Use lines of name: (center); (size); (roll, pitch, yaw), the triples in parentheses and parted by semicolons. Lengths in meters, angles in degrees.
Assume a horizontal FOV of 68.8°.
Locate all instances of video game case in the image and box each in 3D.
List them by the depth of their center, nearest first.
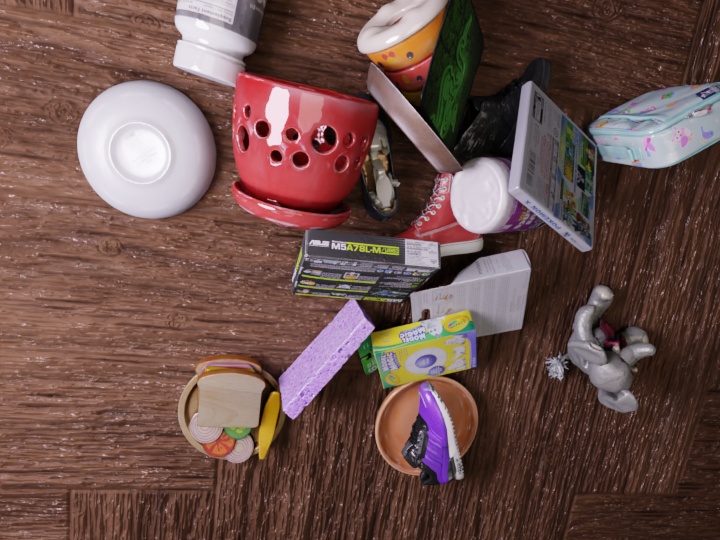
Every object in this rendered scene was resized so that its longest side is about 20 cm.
video game case: (0.296, -0.157, 0.795); (0.181, 0.022, 0.203); (30, 60, -28)

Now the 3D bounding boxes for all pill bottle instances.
pill bottle: (-0.186, -0.364, 0.713); (0.112, 0.114, 0.203); (13, 102, -13)
pill bottle: (0.245, -0.119, 0.830); (0.198, 0.112, 0.114); (-8, 108, -37)

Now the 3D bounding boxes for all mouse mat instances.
mouse mat: (0.138, -0.292, 0.763); (0.007, 0.161, 0.203); (14, 82, 28)

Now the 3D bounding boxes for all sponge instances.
sponge: (-0.060, 0.141, 0.871); (0.030, 0.112, 0.200); (41, 94, -19)

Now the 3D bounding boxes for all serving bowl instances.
serving bowl: (-0.314, -0.172, 0.766); (0.196, 0.066, 0.204); (-2, 104, -9)

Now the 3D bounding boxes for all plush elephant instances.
plush elephant: (0.445, 0.152, 0.942); (0.199, 0.155, 0.165); (-39, 108, 1)

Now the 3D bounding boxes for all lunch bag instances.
lunch bag: (0.461, -0.225, 0.822); (0.158, 0.200, 0.078); (-26, 106, -1)

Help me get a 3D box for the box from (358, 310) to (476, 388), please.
box: (0.097, 0.139, 0.898); (0.196, 0.049, 0.118); (-12, 137, 3)

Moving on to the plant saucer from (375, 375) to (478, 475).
plant saucer: (0.121, 0.283, 0.981); (0.196, 0.037, 0.204); (-3, 104, -10)

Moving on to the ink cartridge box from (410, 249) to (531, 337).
ink cartridge box: (0.182, 0.053, 0.893); (0.196, 0.058, 0.164); (-8, 137, 3)

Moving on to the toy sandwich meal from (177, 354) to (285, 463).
toy sandwich meal: (-0.216, 0.242, 0.891); (0.201, 0.070, 0.209); (-3, 105, -10)

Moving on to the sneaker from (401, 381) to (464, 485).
sneaker: (0.116, 0.299, 0.929); (0.098, 0.070, 0.203); (-17, 106, -3)

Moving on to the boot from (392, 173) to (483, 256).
boot: (0.106, -0.093, 0.863); (0.197, 0.072, 0.147); (-11, 106, -15)

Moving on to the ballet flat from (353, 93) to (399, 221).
ballet flat: (0.025, -0.175, 0.825); (0.072, 0.073, 0.203); (-13, 106, -7)

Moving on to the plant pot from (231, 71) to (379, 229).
plant pot: (-0.088, -0.167, 0.742); (0.197, 0.201, 0.185); (11, 109, -13)

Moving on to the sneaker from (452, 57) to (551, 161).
sneaker: (0.218, -0.259, 0.842); (0.103, 0.060, 0.202); (20, 103, -19)

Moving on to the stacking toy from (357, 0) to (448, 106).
stacking toy: (0.099, -0.299, 0.790); (0.145, 0.146, 0.201); (-36, 123, 1)

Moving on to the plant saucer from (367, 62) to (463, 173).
plant saucer: (0.073, -0.210, 0.759); (0.032, 0.201, 0.200); (-42, 108, 14)

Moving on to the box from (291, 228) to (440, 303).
box: (0.000, 0.000, 0.809); (0.196, 0.193, 0.048); (5, 73, -11)
